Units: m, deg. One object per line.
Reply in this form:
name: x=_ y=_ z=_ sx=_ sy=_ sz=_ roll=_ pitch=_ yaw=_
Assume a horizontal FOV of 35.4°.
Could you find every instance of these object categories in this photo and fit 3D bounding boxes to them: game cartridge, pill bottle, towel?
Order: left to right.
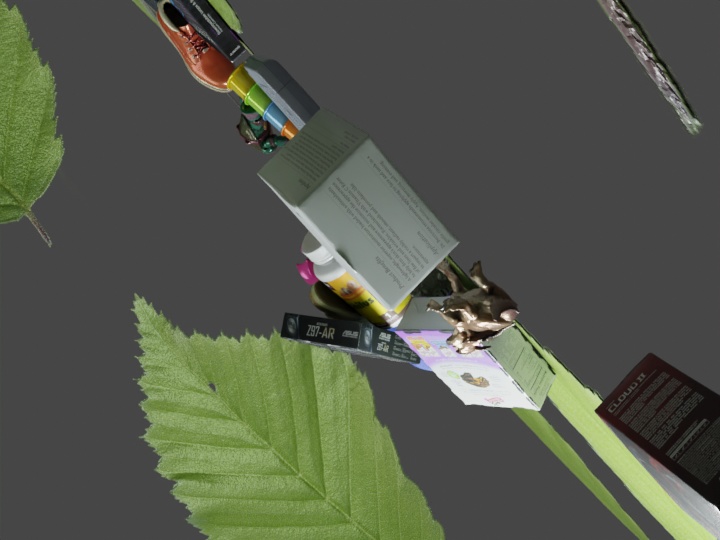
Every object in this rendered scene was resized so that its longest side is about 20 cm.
towel: x=-0.411 y=-0.544 z=2.364 sx=0.192 sy=0.035 sz=0.200 roll=43 pitch=175 yaw=18
game cartridge: x=-0.082 y=-0.225 z=1.611 sx=0.200 sy=0.040 sz=0.133 roll=47 pitch=-178 yaw=-22
pill bottle: x=0.000 y=0.000 z=1.825 sx=0.200 sy=0.109 sz=0.109 roll=41 pitch=-179 yaw=-27

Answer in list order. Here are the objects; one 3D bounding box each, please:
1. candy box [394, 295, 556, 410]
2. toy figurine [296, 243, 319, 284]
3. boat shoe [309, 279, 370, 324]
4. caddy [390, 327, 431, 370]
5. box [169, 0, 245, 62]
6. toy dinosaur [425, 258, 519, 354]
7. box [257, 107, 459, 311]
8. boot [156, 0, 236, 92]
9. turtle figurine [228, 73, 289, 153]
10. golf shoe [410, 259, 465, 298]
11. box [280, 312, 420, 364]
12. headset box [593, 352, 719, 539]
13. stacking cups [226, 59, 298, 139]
candy box: x=0.179 y=0.127 z=1.748 sx=0.167 sy=0.072 sz=0.200 roll=-3 pitch=138 yaw=50
toy figurine: x=-0.039 y=-0.057 z=1.938 sx=0.200 sy=0.184 sz=0.150 roll=45 pitch=178 yaw=42
boat shoe: x=-0.028 y=0.062 z=1.906 sx=0.200 sy=0.063 sz=0.074 roll=10 pitch=-132 yaw=-58
caddy: x=0.119 y=0.088 z=2.000 sx=0.199 sy=0.141 sz=0.106 roll=30 pitch=132 yaw=43
box: x=-0.268 y=-0.415 z=1.718 sx=0.200 sy=0.036 sz=0.143 roll=46 pitch=179 yaw=-40
toy dinosaur: x=0.164 y=0.055 z=1.491 sx=0.135 sy=0.086 sz=0.200 roll=36 pitch=165 yaw=-19
box: x=-0.006 y=-0.083 z=1.468 sx=0.199 sy=0.131 sz=0.200 roll=47 pitch=178 yaw=-26
boot: x=-0.293 y=-0.404 z=2.019 sx=0.200 sy=0.075 sz=0.107 roll=47 pitch=173 yaw=-5
turtle figurine: x=-0.162 y=-0.252 z=1.917 sx=0.150 sy=0.101 sz=0.200 roll=45 pitch=174 yaw=26
golf shoe: x=0.113 y=0.014 z=1.824 sx=0.200 sy=0.078 sz=0.097 roll=50 pitch=-175 yaw=-29
box: x=-0.012 y=0.114 z=1.877 sx=0.159 sy=0.044 sz=0.199 roll=6 pitch=172 yaw=35
headset box: x=0.290 y=0.162 z=0.912 sx=0.149 sy=0.075 sz=0.200 roll=46 pitch=178 yaw=-24
stacking cups: x=-0.124 y=-0.242 z=1.777 sx=0.200 sy=0.060 sz=0.061 roll=46 pitch=178 yaw=8
